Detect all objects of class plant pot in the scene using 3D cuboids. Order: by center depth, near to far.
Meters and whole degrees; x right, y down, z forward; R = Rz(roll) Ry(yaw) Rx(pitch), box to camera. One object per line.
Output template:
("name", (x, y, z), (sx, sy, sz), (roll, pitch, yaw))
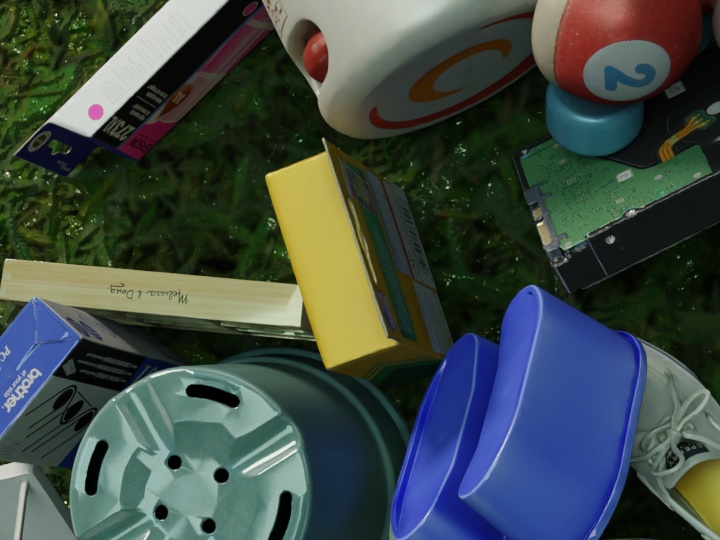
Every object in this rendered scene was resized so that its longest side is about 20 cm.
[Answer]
("plant pot", (-0.076, 0.140, 1.307), (0.200, 0.196, 0.201), (-1, 84, 13))

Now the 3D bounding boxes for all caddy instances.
("caddy", (0.103, 0.109, 1.256), (0.105, 0.141, 0.200), (33, 47, -17))

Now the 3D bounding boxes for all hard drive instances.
("hard drive", (0.198, -0.073, 1.304), (0.200, 0.140, 0.038), (-27, 119, 8))

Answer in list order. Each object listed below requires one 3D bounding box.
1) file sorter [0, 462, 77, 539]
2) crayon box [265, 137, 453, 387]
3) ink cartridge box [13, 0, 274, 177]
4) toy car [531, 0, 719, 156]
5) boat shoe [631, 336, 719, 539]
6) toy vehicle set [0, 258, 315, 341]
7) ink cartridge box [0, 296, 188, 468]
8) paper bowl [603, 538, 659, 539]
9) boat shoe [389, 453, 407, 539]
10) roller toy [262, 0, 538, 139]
("file sorter", (-0.274, 0.231, 1.351), (0.200, 0.139, 0.125), (-15, 42, 11))
("crayon box", (0.000, 0.000, 1.303), (0.051, 0.200, 0.126), (-20, 79, 11))
("ink cartridge box", (-0.134, -0.129, 1.406), (0.200, 0.095, 0.037), (-42, 77, 6))
("toy car", (0.221, -0.150, 1.239), (0.200, 0.184, 0.177), (26, 58, 24))
("boat shoe", (0.198, 0.114, 1.298), (0.075, 0.086, 0.202), (-40, 73, 5))
("toy vehicle set", (-0.117, 0.021, 1.368), (0.200, 0.124, 0.027), (5, 84, 14))
("ink cartridge box", (-0.181, 0.076, 1.337), (0.044, 0.200, 0.094), (40, 94, 16))
("paper bowl", (0.167, 0.262, 1.280), (0.200, 0.104, 0.201), (-2, 83, 13))
("boat shoe", (0.053, 0.194, 1.324), (0.066, 0.074, 0.200), (6, 81, 24))
("roller toy", (0.032, -0.182, 1.324), (0.182, 0.200, 0.140), (-35, 74, 29))
